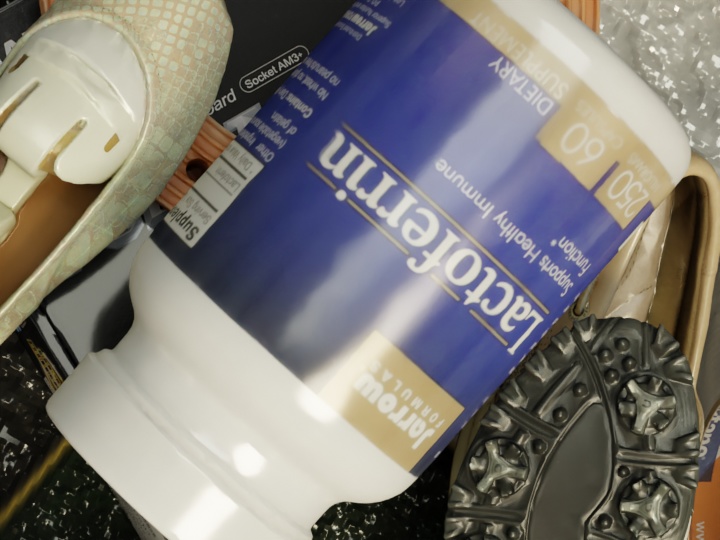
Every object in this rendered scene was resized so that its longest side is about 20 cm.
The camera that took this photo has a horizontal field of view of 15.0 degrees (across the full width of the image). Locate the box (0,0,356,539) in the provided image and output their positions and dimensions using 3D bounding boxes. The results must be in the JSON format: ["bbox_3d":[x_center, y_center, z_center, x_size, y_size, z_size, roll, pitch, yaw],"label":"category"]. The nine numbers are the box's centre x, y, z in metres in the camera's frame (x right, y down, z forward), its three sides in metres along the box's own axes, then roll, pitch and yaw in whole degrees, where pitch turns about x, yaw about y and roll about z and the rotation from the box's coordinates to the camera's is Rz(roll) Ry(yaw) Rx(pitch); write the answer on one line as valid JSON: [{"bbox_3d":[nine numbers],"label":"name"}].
[{"bbox_3d":[-0.035,-0.028,0.964,0.200,0.050,0.199,-30,89,-18],"label":"box"}]

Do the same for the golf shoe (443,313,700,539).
[{"bbox_3d":[0.065,0.109,0.898,0.078,0.094,0.201,15,96,11],"label":"golf shoe"}]

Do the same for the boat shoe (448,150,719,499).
[{"bbox_3d":[0.079,0.051,0.935,0.071,0.064,0.201,-1,106,-30],"label":"boat shoe"}]

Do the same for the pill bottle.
[{"bbox_3d":[0.000,0.000,0.864,0.116,0.116,0.200,41,90,-4],"label":"pill bottle"}]

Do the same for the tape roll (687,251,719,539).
[{"bbox_3d":[0.157,0.090,0.909,0.066,0.200,0.201,2,79,-16],"label":"tape roll"}]

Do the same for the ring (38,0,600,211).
[{"bbox_3d":[-0.014,-0.098,0.949,0.200,0.019,0.201,3,79,-15],"label":"ring"}]

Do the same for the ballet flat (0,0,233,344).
[{"bbox_3d":[-0.110,-0.023,0.881,0.067,0.062,0.200,37,96,7],"label":"ballet flat"}]
